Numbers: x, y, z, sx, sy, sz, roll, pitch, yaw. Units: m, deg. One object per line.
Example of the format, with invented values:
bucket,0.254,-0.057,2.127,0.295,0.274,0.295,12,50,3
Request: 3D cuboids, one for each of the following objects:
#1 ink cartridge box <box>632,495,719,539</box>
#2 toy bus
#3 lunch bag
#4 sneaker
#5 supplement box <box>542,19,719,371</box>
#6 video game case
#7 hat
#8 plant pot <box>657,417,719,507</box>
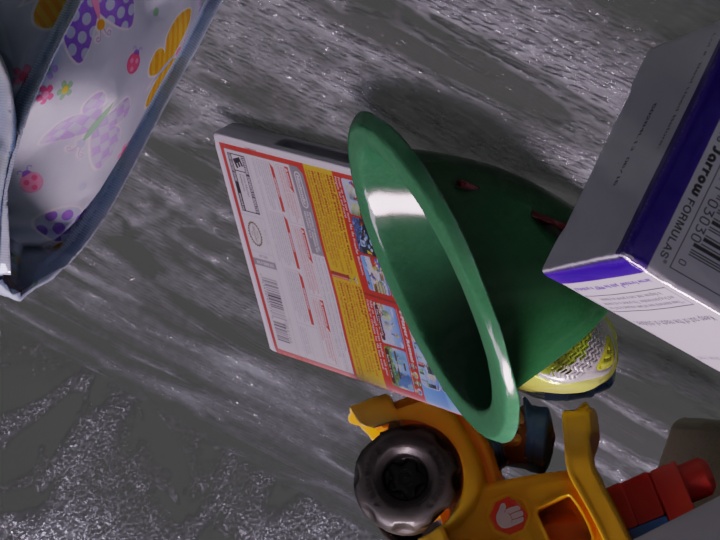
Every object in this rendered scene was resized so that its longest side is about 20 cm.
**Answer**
ink cartridge box,0.216,0.214,1.494,0.200,0.083,0.146,36,136,-23
toy bus,0.105,0.140,1.625,0.136,0.191,0.201,54,-169,-76
lunch bag,-0.170,-0.101,1.194,0.169,0.201,0.127,23,170,27
sneaker,0.061,0.034,1.657,0.199,0.076,0.105,22,170,25
supplement box,0.185,0.002,1.058,0.199,0.102,0.103,29,171,-10
video game case,0.000,0.000,1.572,0.199,0.017,0.144,17,128,49
hat,0.112,-0.019,1.410,0.201,0.175,0.166,66,168,-3
plant pot,0.282,0.208,1.682,0.199,0.201,0.177,31,157,-24
